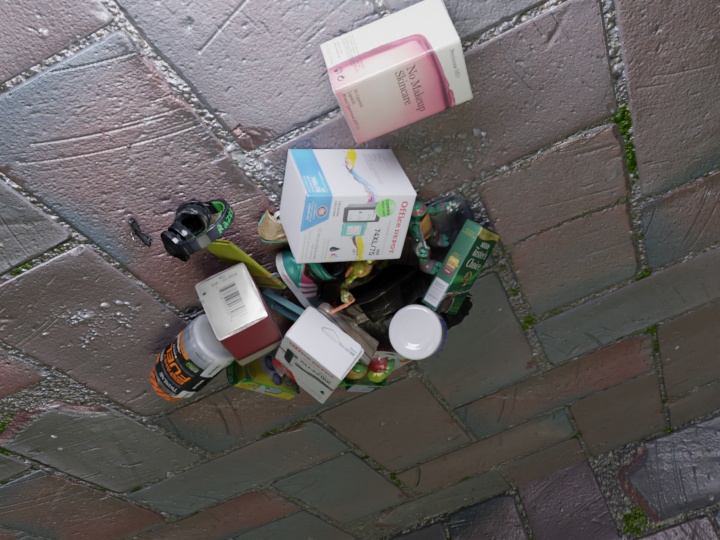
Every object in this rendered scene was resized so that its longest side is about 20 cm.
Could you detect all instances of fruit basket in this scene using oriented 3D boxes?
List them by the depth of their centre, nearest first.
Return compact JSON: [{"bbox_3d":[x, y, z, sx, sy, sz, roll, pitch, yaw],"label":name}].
[{"bbox_3d":[0.028,0.243,1.947,0.183,0.095,0.199,8,158,-31],"label":"fruit basket"}]

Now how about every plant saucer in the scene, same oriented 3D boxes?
[{"bbox_3d":[-0.125,0.098,1.649,0.019,0.199,0.070,-51,150,-18],"label":"plant saucer"}]

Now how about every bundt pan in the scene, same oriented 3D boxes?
[{"bbox_3d":[0.159,0.074,1.804,0.199,0.076,0.203,-11,144,-8],"label":"bundt pan"}]

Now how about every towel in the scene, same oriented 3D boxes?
[{"bbox_3d":[-0.228,-0.014,1.534,0.085,0.018,0.200,5,157,32],"label":"towel"}]

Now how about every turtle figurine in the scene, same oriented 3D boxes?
[{"bbox_3d":[0.135,-0.086,1.559,0.150,0.100,0.201,-52,153,-18],"label":"turtle figurine"},{"bbox_3d":[0.000,0.000,1.581,0.201,0.064,0.161,-53,175,6],"label":"turtle figurine"}]

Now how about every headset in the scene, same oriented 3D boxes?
[{"bbox_3d":[-0.317,-0.079,1.370,0.198,0.124,0.094,-15,125,29],"label":"headset"}]

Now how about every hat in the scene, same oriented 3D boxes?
[{"bbox_3d":[0.047,0.060,1.638,0.199,0.201,0.082,-27,100,14],"label":"hat"}]

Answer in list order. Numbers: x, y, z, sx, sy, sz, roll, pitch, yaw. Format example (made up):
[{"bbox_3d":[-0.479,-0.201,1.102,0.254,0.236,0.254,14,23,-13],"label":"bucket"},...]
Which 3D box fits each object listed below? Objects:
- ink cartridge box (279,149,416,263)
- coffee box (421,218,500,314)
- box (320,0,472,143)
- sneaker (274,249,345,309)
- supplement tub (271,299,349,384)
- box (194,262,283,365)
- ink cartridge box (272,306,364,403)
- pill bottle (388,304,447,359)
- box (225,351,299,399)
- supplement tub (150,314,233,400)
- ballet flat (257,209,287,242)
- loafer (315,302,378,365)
[{"bbox_3d":[-0.026,-0.117,1.379,0.198,0.147,0.148,-3,131,-20],"label":"ink cartridge box"},{"bbox_3d":[0.214,-0.005,1.641,0.201,0.044,0.123,-61,152,8],"label":"coffee box"},{"bbox_3d":[0.057,-0.304,1.192,0.198,0.110,0.128,-21,145,7],"label":"box"},{"bbox_3d":[-0.081,0.012,1.613,0.119,0.084,0.200,-18,142,16],"label":"sneaker"},{"bbox_3d":[-0.109,0.162,1.773,0.121,0.124,0.200,12,136,-35],"label":"supplement tub"},{"bbox_3d":[-0.239,0.091,1.563,0.108,0.129,0.200,-26,160,-5],"label":"box"},{"bbox_3d":[-0.091,0.177,1.596,0.084,0.144,0.200,-50,176,-27],"label":"ink cartridge box"},{"bbox_3d":[0.128,0.131,1.660,0.111,0.113,0.200,-22,172,8],"label":"pill bottle"},{"bbox_3d":[-0.231,0.222,1.809,0.048,0.119,0.199,-32,143,33],"label":"box"},{"bbox_3d":[-0.367,0.195,1.697,0.122,0.124,0.200,19,132,-40],"label":"supplement tub"},{"bbox_3d":[-0.099,-0.091,1.491,0.197,0.068,0.073,2,122,-19],"label":"ballet flat"},{"bbox_3d":[-0.027,0.123,1.657,0.063,0.072,0.200,-52,131,-17],"label":"loafer"}]
